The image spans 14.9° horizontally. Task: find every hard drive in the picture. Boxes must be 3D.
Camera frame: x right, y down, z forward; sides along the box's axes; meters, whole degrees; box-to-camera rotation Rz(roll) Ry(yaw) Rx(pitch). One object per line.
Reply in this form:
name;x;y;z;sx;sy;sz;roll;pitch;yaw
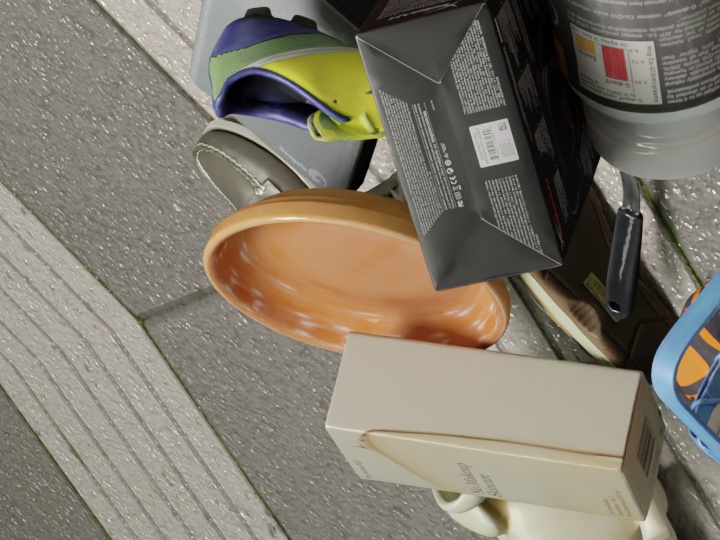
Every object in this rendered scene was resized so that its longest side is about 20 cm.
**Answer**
hard drive;-0.041;-0.139;1.742;0.140;0.033;0.200;40;155;11

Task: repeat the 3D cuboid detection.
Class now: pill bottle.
pill bottle;0.154;-0.150;1.445;0.116;0.116;0.200;28;149;33

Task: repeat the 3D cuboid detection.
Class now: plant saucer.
plant saucer;0.000;0.000;1.756;0.200;0.037;0.200;11;154;5

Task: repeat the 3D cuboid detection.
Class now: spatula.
spatula;0.162;-0.044;1.664;0.057;0.021;0.200;25;141;26

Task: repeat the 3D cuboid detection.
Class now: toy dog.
toy dog;0.148;0.188;1.925;0.200;0.140;0.194;51;163;-11

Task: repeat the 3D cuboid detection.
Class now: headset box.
headset box;0.071;-0.098;1.488;0.075;0.200;0.149;-12;110;17

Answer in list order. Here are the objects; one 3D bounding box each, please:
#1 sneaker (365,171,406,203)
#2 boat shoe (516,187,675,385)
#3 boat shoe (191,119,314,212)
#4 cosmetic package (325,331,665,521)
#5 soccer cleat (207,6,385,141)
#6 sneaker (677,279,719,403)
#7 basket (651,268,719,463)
sneaker;0.026;-0.030;1.784;0.200;0.092;0.076;103;154;-72
boat shoe;0.123;-0.006;1.757;0.200;0.072;0.076;56;158;-21
boat shoe;-0.051;-0.029;1.994;0.202;0.060;0.072;42;154;10
cosmetic package;0.089;0.101;1.787;0.200;0.073;0.104;6;158;19
soccer cleat;0.008;-0.098;1.608;0.200;0.084;0.065;11;140;3
sneaker;0.265;0.087;1.685;0.200;0.078;0.112;62;156;-8
basket;0.253;0.050;1.516;0.139;0.176;0.200;22;157;47
